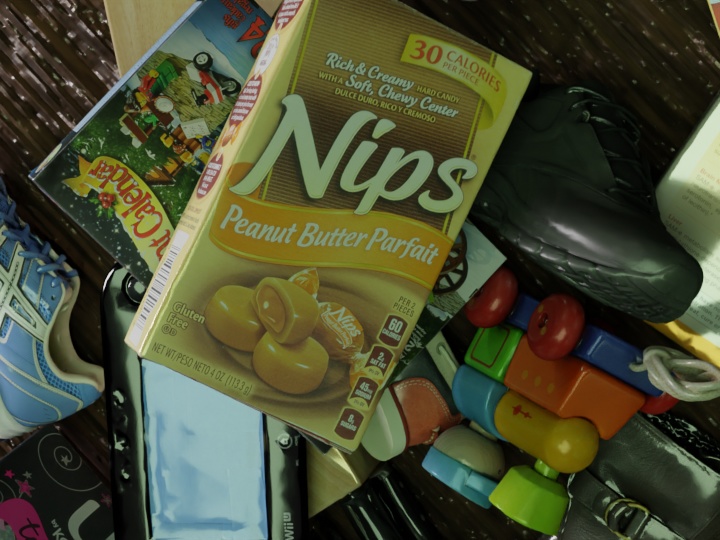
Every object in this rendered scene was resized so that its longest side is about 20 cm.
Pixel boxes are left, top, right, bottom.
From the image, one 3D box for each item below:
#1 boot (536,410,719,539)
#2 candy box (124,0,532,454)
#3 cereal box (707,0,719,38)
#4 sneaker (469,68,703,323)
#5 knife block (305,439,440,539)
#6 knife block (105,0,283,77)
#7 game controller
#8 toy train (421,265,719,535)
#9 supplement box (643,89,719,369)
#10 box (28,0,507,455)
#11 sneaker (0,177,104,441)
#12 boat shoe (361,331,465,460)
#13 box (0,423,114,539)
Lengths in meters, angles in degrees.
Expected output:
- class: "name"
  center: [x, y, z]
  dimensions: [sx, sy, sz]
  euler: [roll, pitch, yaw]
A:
- class: "boot"
  center: [0.166, 0.175, 0.995]
  dimensions: [0.200, 0.069, 0.174]
  euler: [38, 108, 4]
- class: "candy box"
  center: [-0.016, -0.030, 0.889]
  dimensions: [0.115, 0.055, 0.200]
  euler: [26, 90, -17]
- class: "cereal box"
  center: [0.254, -0.061, 0.854]
  dimensions: [0.144, 0.040, 0.200]
  euler: [-17, 97, 17]
- class: "sneaker"
  center: [0.105, -0.044, 0.909]
  dimensions: [0.076, 0.200, 0.091]
  euler: [30, 97, -35]
- class: "knife block"
  center: [-0.025, 0.092, 1.029]
  dimensions: [0.175, 0.064, 0.200]
  euler: [13, 105, 11]
- class: "knife block"
  center: [-0.109, -0.177, 0.982]
  dimensions: [0.175, 0.064, 0.200]
  euler: [36, 109, 5]
- class: "game controller"
  center: [-0.080, 0.087, 0.987]
  dimensions: [0.104, 0.042, 0.200]
  euler: [1, 103, 15]
- class: "toy train"
  center: [0.103, 0.078, 0.914]
  dimensions: [0.085, 0.200, 0.116]
  euler: [27, 90, -26]
- class: "supplement box"
  center: [0.222, -0.044, 0.926]
  dimensions: [0.126, 0.074, 0.200]
  euler: [35, 109, 5]
- class: "box"
  center: [-0.044, -0.026, 0.932]
  dimensions: [0.200, 0.038, 0.137]
  euler: [44, 85, -14]
- class: "sneaker"
  center: [-0.200, -0.005, 1.055]
  dimensions: [0.077, 0.076, 0.200]
  euler: [-12, 109, 11]
- class: "boat shoe"
  center: [0.000, 0.000, 1.004]
  dimensions: [0.062, 0.071, 0.200]
  euler: [-24, 94, -24]
- class: "box"
  center: [-0.171, 0.211, 1.056]
  dimensions: [0.200, 0.115, 0.132]
  euler: [49, 126, -1]
